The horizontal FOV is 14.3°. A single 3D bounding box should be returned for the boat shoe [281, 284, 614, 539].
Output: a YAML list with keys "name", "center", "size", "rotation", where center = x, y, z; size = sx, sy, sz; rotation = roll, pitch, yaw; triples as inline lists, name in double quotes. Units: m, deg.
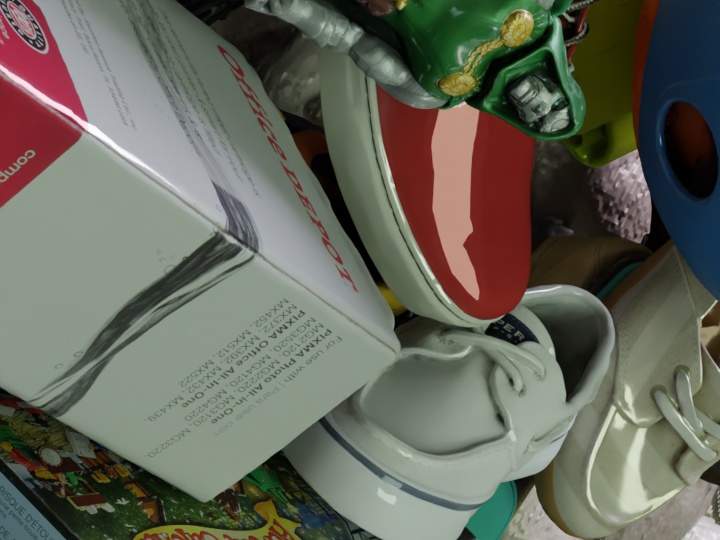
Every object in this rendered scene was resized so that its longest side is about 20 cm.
- name: "boat shoe"
  center: [0.034, 0.038, 0.966]
  size: [0.065, 0.073, 0.200]
  rotation: [-54, 171, 18]

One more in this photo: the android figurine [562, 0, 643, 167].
- name: "android figurine"
  center: [0.111, -0.127, 1.023]
  size: [0.199, 0.041, 0.183]
  rotation: [-28, 131, -32]

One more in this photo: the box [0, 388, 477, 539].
- name: "box"
  center: [-0.062, 0.065, 0.899]
  size: [0.038, 0.137, 0.200]
  rotation: [-55, 160, 19]

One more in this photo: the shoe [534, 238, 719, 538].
- name: "shoe"
  center: [0.137, 0.018, 1.078]
  size: [0.070, 0.053, 0.200]
  rotation: [39, 84, -27]

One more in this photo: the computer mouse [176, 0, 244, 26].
- name: "computer mouse"
  center: [-0.048, -0.154, 0.893]
  size: [0.140, 0.046, 0.201]
  rotation: [-34, 134, -27]

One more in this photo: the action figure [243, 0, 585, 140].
- name: "action figure"
  center: [-0.006, -0.105, 0.832]
  size: [0.200, 0.055, 0.118]
  rotation: [39, 115, -19]

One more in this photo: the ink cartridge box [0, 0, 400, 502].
- name: "ink cartridge box"
  center: [-0.094, -0.038, 0.819]
  size: [0.083, 0.146, 0.200]
  rotation: [-39, 139, 12]

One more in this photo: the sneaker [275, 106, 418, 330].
- name: "sneaker"
  center: [0.000, 0.000, 1.002]
  size: [0.200, 0.090, 0.070]
  rotation: [34, 87, -50]

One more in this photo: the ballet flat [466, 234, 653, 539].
- name: "ballet flat"
  center: [0.042, 0.062, 1.102]
  size: [0.200, 0.063, 0.069]
  rotation: [-46, 132, -24]

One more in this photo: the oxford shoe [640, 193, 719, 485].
- name: "oxford shoe"
  center: [0.131, 0.002, 1.158]
  size: [0.073, 0.084, 0.201]
  rotation: [-37, 117, -51]

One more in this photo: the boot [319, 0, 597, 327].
- name: "boot"
  center: [0.062, -0.082, 0.890]
  size: [0.072, 0.144, 0.201]
  rotation: [-17, 102, -56]

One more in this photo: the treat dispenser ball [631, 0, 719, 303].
- name: "treat dispenser ball"
  center: [0.190, -0.061, 0.959]
  size: [0.200, 0.201, 0.202]
  rotation: [-25, 130, -35]
